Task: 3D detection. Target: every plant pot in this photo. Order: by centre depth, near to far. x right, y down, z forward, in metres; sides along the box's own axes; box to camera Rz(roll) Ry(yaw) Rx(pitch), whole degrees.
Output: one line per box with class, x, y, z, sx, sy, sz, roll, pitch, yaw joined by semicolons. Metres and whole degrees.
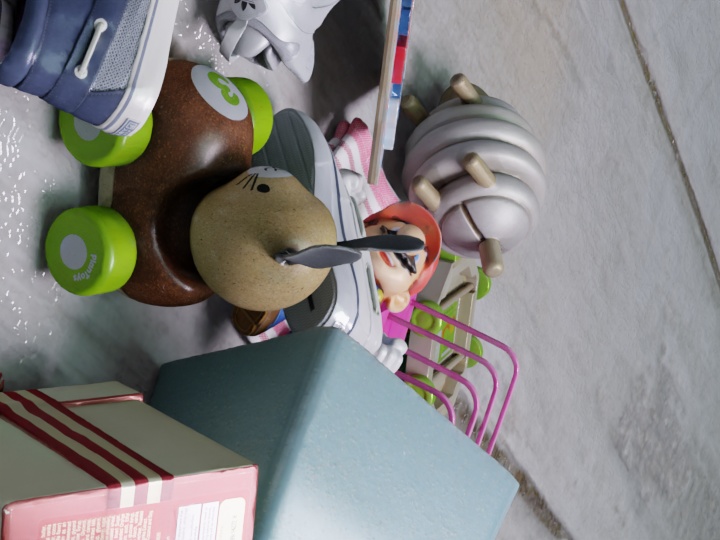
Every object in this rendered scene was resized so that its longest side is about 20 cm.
plant pot;-0.049;0.184;1.004;0.196;0.195;0.201;42;55;-28

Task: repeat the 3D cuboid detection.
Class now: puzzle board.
puzzle board;0.031;-0.187;1.145;0.151;0.017;0.202;-79;177;-51

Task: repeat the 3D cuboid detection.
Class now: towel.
towel;-0.025;-0.003;1.222;0.201;0.030;0.147;-62;148;-22

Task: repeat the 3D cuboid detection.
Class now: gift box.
gift box;-0.168;0.171;0.873;0.199;0.186;0.187;3;101;-42

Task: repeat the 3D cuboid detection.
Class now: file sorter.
file sorter;0.029;0.123;1.240;0.200;0.124;0.140;-27;137;-60

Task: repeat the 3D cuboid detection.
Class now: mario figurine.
mario figurine;0.000;0.000;1.143;0.200;0.105;0.125;-36;129;-44

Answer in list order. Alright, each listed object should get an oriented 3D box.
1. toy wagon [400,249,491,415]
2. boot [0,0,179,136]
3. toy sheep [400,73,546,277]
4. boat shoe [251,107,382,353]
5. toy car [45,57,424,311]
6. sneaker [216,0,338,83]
toy wagon;0.079;0.037;1.400;0.155;0.039;0.202;-30;128;-65
boot;-0.150;-0.183;0.875;0.090;0.072;0.202;22;63;-33
toy sheep;0.095;-0.079;1.291;0.138;0.136;0.202;62;22;-51
boat shoe;-0.032;-0.022;1.076;0.067;0.073;0.202;32;37;-44
toy car;-0.066;-0.040;0.953;0.164;0.198;0.160;-11;113;-59
sneaker;-0.040;-0.198;1.065;0.200;0.075;0.116;-17;127;-65
